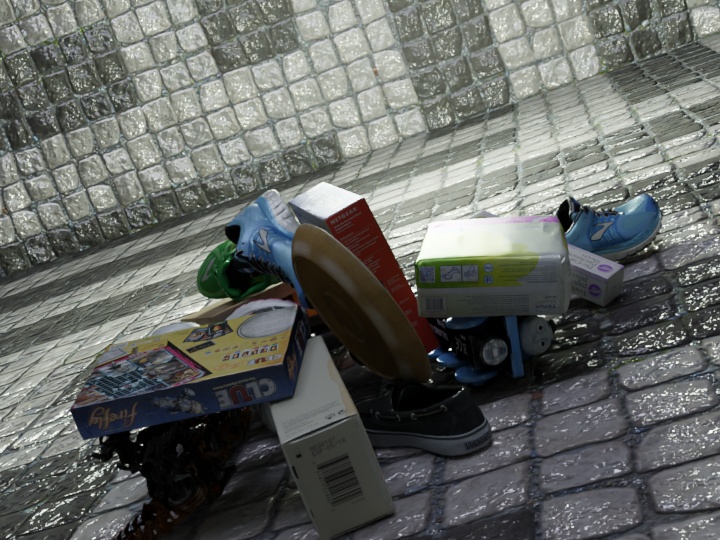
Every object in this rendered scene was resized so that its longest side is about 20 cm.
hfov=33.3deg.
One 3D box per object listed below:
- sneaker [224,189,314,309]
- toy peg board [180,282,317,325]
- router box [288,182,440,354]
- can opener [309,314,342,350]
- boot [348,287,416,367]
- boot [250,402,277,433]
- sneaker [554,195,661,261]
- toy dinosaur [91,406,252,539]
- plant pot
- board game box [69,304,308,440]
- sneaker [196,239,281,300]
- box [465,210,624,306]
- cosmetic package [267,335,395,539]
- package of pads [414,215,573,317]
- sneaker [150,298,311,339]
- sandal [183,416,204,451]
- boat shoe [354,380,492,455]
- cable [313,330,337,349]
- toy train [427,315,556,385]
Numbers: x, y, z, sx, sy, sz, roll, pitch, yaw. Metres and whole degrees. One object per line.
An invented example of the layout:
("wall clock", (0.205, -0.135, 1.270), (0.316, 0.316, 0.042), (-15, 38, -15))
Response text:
("sneaker", (-0.095, -0.009, 1.361), (0.090, 0.079, 0.200), (-29, 39, -9))
("toy peg board", (-0.109, 0.064, 1.564), (0.199, 0.098, 0.200), (-25, 6, -19))
("router box", (0.000, 0.000, 1.313), (0.049, 0.180, 0.200), (-30, 15, -8))
("can opener", (-0.079, 0.083, 1.442), (0.199, 0.064, 0.079), (-7, -28, -30))
("boot", (0.091, 0.061, 1.427), (0.199, 0.070, 0.132), (-22, 17, 28))
("boot", (-0.096, 0.148, 1.330), (0.095, 0.074, 0.200), (-23, 3, 15))
("sneaker", (0.286, -0.053, 1.474), (0.199, 0.090, 0.078), (-26, 13, -24))
("toy dinosaur", (-0.177, 0.190, 1.147), (0.102, 0.136, 0.200), (-13, 39, 29))
("plant pot", (-0.007, 0.041, 1.189), (0.027, 0.200, 0.200), (-40, 18, -16))
("board game box", (-0.154, 0.092, 1.117), (0.199, 0.035, 0.136), (-12, 20, 9))
("sneaker", (-0.152, -0.003, 1.488), (0.083, 0.074, 0.200), (-23, 4, -41))
("box", (0.209, -0.017, 1.396), (0.200, 0.039, 0.041), (25, 40, 34))
("cosmetic package", (-0.036, 0.145, 1.087), (0.073, 0.104, 0.200), (-21, 20, -4))
("package of pads", (0.140, -0.005, 1.246), (0.154, 0.069, 0.200), (-2, 14, 8))
("sneaker", (-0.146, 0.097, 1.327), (0.199, 0.081, 0.086), (-17, 27, 14))
("sandal", (-0.166, 0.172, 1.328), (0.054, 0.081, 0.200), (2, 8, -2))
("boat shoe", (0.051, 0.133, 1.155), (0.068, 0.057, 0.200), (-28, 14, -32))
("cable", (-0.040, 0.101, 1.513), (0.097, 0.050, 0.200), (-14, 24, 35))
("toy train", (0.131, 0.059, 1.291), (0.114, 0.087, 0.200), (-15, 13, -14))
